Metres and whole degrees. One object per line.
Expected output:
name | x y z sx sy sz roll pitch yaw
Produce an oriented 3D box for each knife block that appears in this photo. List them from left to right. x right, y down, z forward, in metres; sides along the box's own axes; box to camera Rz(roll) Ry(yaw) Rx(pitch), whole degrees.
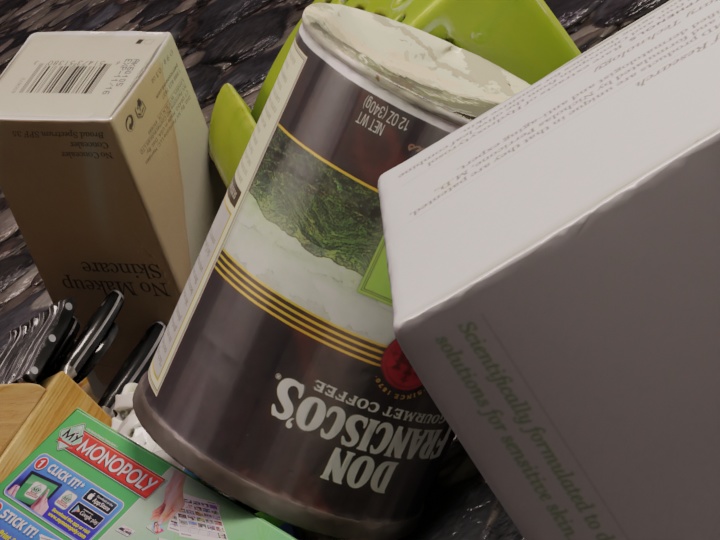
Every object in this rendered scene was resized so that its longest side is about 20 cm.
knife block | -0.151 0.112 1.413 0.175 0.202 0.064 1 -19 -38

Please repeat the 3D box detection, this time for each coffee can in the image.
coffee can | 0.000 0.000 1.252 0.146 0.145 0.201 -102 35 -71

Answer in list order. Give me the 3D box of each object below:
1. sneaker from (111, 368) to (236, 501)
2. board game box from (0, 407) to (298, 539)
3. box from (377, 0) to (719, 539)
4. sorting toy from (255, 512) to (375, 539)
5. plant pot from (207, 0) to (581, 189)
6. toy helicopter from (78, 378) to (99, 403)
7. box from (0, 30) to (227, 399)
sneaker | -0.099 0.094 1.377 0.076 0.081 0.200 -33 3 41
board game box | -0.113 0.147 1.231 0.135 0.029 0.199 -44 40 -19
box | 0.139 0.019 1.029 0.199 0.200 0.171 -31 18 8
sorting toy | -0.080 0.168 1.270 0.199 0.037 0.185 -31 18 4
plant pot | 0.036 -0.052 1.413 0.181 0.199 0.200 -37 18 2
toy helicopter | -0.116 0.048 1.628 0.200 0.079 0.133 -35 23 30
box | -0.123 -0.026 1.482 0.094 0.201 0.078 1 41 28
